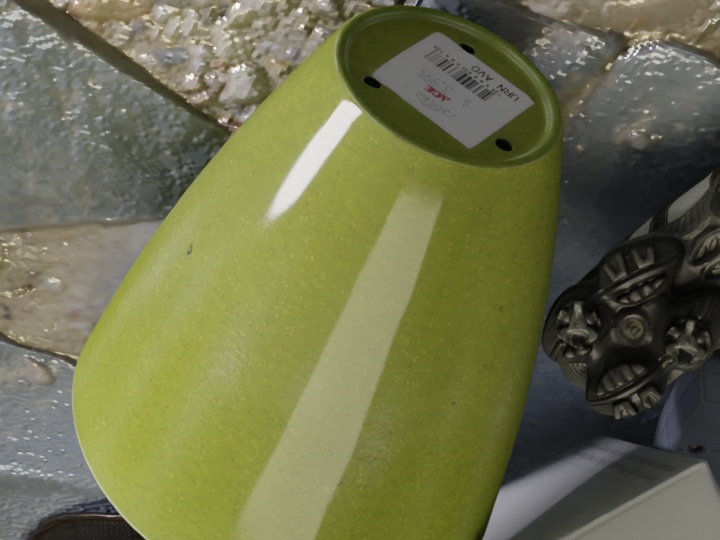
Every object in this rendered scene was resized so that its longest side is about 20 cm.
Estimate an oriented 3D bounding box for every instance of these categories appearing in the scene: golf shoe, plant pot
[{"bbox_3d":[0.165,-0.018,1.007,0.199,0.094,0.078,-29,91,13],"label":"golf shoe"},{"bbox_3d":[0.000,0.000,0.980,0.186,0.188,0.201,15,129,-12],"label":"plant pot"}]

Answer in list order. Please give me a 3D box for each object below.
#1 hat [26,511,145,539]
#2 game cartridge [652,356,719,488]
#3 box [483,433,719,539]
[{"bbox_3d":[-0.104,0.210,1.343,0.199,0.081,0.201,5,144,4],"label":"hat"},{"bbox_3d":[0.205,0.107,1.192,0.132,0.041,0.200,0,144,4],"label":"game cartridge"},{"bbox_3d":[0.072,0.178,1.095,0.199,0.131,0.199,-28,-177,-7],"label":"box"}]
